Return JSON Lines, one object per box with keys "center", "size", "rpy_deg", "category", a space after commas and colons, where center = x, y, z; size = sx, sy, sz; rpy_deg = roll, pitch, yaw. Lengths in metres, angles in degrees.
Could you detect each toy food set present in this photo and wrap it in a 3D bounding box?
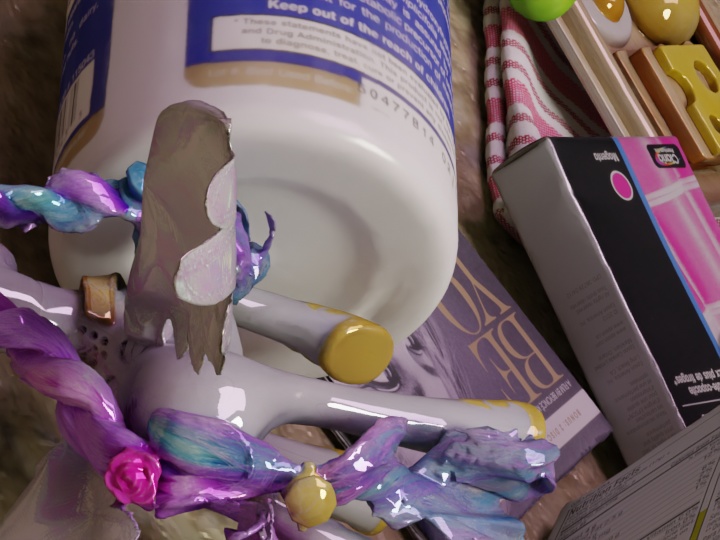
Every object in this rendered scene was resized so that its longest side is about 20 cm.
{"center": [0.140, -0.112, 1.197], "size": [0.143, 0.060, 0.200], "rpy_deg": [-8, 66, -58], "category": "toy food set"}

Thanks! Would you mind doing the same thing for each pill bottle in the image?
{"center": [-0.031, -0.076, 0.867], "size": [0.120, 0.120, 0.200], "rpy_deg": [33, 40, -32], "category": "pill bottle"}

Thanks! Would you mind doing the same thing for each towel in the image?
{"center": [0.110, -0.043, 1.171], "size": [0.146, 0.030, 0.200], "rpy_deg": [37, 30, -24], "category": "towel"}

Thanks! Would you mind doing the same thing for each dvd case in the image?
{"center": [0.000, 0.000, 0.965], "size": [0.200, 0.016, 0.149], "rpy_deg": [53, 27, 3], "category": "dvd case"}

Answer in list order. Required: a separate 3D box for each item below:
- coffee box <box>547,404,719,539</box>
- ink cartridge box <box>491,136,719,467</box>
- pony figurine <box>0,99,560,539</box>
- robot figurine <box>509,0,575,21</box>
{"center": [0.177, 0.139, 0.859], "size": [0.200, 0.200, 0.198], "rpy_deg": [49, 27, -8], "category": "coffee box"}
{"center": [0.125, 0.042, 1.057], "size": [0.095, 0.037, 0.200], "rpy_deg": [-4, 67, -53], "category": "ink cartridge box"}
{"center": [-0.046, 0.038, 0.721], "size": [0.200, 0.167, 0.193], "rpy_deg": [22, 8, -26], "category": "pony figurine"}
{"center": [0.028, -0.174, 1.015], "size": [0.175, 0.200, 0.116], "rpy_deg": [45, 34, -12], "category": "robot figurine"}
